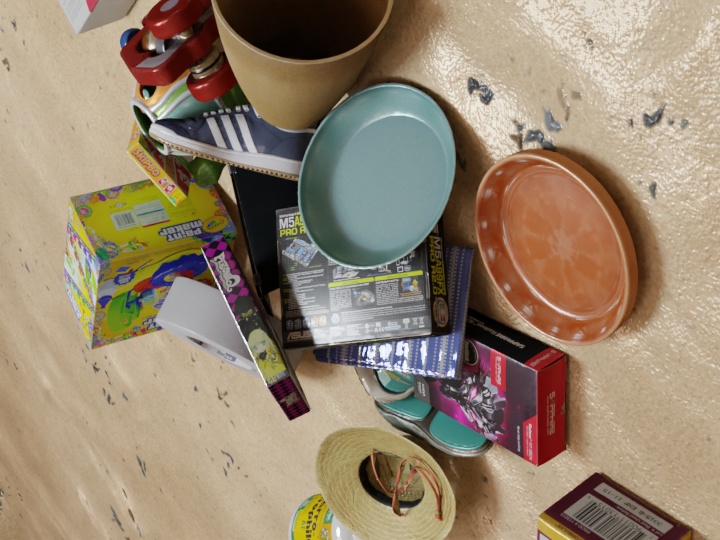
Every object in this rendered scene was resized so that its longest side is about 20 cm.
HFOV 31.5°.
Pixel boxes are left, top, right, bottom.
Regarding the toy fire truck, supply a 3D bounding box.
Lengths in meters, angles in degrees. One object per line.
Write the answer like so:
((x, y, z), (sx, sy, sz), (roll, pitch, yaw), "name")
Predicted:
((-0.196, -0.284, 1.468), (0.167, 0.201, 0.113), (10, 143, 47), "toy fire truck")

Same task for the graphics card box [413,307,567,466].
((0.139, 0.117, 1.408), (0.199, 0.051, 0.127), (28, 133, 43), "graphics card box")

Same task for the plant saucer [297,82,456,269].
((0.023, -0.097, 1.353), (0.198, 0.036, 0.203), (-10, 72, 33), "plant saucer")

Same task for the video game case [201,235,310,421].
((-0.119, 0.073, 1.494), (0.183, 0.035, 0.200), (63, 176, 17), "video game case")

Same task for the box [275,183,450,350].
((0.000, 0.000, 1.406), (0.198, 0.044, 0.163), (-9, 81, 32), "box")

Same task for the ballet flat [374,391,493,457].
((0.097, 0.181, 1.517), (0.199, 0.068, 0.064), (21, 157, 47), "ballet flat")

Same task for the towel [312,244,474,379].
((0.034, 0.039, 1.420), (0.198, 0.024, 0.147), (6, 90, 34), "towel")

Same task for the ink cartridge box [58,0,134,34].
((-0.372, -0.442, 1.695), (0.202, 0.085, 0.147), (63, 148, 3), "ink cartridge box")

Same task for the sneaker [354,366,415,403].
((0.017, 0.059, 1.536), (0.079, 0.077, 0.202), (-34, 76, 24), "sneaker")

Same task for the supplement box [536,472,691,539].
((0.262, 0.340, 1.345), (0.130, 0.103, 0.202), (30, 134, 40), "supplement box")

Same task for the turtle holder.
((-0.212, -0.204, 1.588), (0.141, 0.131, 0.186), (45, 160, 12), "turtle holder")

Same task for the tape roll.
((-0.172, 0.083, 1.704), (0.198, 0.067, 0.200), (24, 169, 5), "tape roll")

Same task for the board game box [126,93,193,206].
((-0.258, -0.167, 1.667), (0.096, 0.030, 0.201), (50, -167, -25), "board game box")

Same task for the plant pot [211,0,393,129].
((-0.068, -0.243, 1.351), (0.187, 0.185, 0.201), (52, 160, 16), "plant pot")

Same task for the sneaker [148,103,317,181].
((-0.142, -0.178, 1.492), (0.070, 0.197, 0.110), (-45, -31, -87), "sneaker")

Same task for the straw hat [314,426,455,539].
((0.048, 0.251, 1.588), (0.199, 0.085, 0.203), (16, 125, 24), "straw hat")

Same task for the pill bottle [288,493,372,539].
((-0.008, 0.354, 1.727), (0.199, 0.112, 0.114), (-21, 96, 58), "pill bottle")

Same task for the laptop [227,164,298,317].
((-0.091, -0.064, 1.587), (0.200, 0.114, 0.190), (82, 175, -75), "laptop")

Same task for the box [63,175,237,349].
((-0.296, -0.017, 1.767), (0.123, 0.198, 0.194), (59, 150, 28), "box")

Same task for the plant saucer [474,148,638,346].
((0.193, -0.024, 1.249), (0.200, 0.032, 0.202), (35, 139, 37), "plant saucer")
